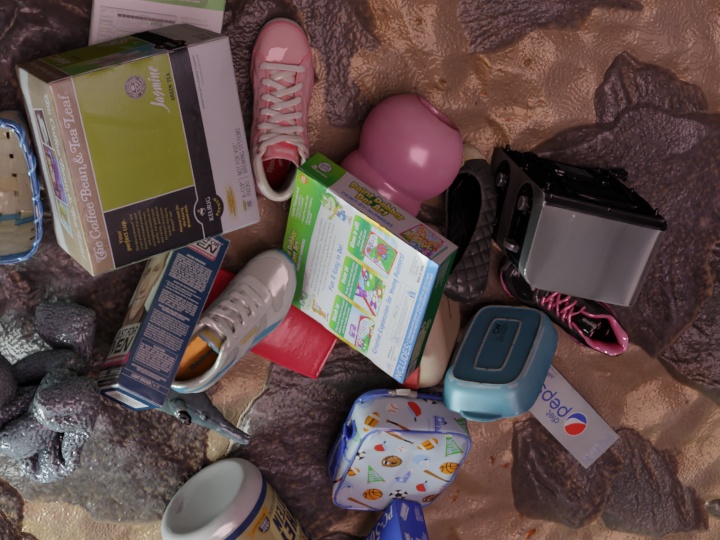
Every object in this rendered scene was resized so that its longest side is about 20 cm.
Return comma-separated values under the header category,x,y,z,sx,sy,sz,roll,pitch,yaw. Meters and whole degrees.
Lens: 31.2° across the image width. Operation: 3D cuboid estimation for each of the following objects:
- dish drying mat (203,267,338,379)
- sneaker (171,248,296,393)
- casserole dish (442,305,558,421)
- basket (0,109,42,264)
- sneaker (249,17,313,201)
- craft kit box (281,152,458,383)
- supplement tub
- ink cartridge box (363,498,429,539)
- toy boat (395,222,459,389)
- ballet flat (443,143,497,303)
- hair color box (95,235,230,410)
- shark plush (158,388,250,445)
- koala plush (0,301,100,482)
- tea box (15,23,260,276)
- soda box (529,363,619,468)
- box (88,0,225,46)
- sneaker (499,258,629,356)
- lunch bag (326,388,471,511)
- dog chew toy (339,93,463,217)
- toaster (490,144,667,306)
category,x,y,z,sx,sy,sz,roll,pitch,yaw
dish drying mat,-0.121,0.060,1.555,0.198,0.018,0.078,27,100,-21
sneaker,-0.145,0.061,1.466,0.076,0.081,0.201,39,93,5
casserole dish,0.167,0.102,1.556,0.119,0.201,0.039,4,126,23
basket,-0.399,-0.074,1.327,0.137,0.200,0.179,-5,110,-6
sneaker,-0.085,-0.173,1.435,0.074,0.105,0.204,3,107,-14
craft kit box,0.000,0.000,1.445,0.048,0.196,0.202,-43,158,-40
supplement tub,-0.136,0.347,1.584,0.144,0.145,0.201,-35,115,-1
ink cartridge box,0.022,0.389,1.633,0.044,0.095,0.201,15,126,-23
toy boat,0.044,0.045,1.555,0.129,0.131,0.203,-3,113,18
ballet flat,0.121,-0.060,1.504,0.056,0.066,0.203,24,58,-41
hair color box,-0.222,0.050,1.434,0.060,0.100,0.202,28,70,-21
shark plush,-0.221,0.162,1.527,0.091,0.083,0.200,-42,114,2
koala plush,-0.404,0.141,1.427,0.197,0.179,0.185,9,127,-22
tea box,-0.228,-0.130,1.335,0.194,0.133,0.203,-19,114,-25
soda box,0.244,0.163,1.665,0.063,0.068,0.200,-44,115,3
box,-0.226,-0.239,1.410,0.142,0.036,0.203,5,109,-17
sneaker,0.262,0.045,1.614,0.199,0.096,0.079,32,100,-22
lunch bag,0.042,0.220,1.587,0.158,0.076,0.201,6,138,-15
dog chew toy,0.028,-0.103,1.487,0.124,0.125,0.201,33,106,-23
toaster,0.252,-0.056,1.531,0.197,0.181,0.120,11,111,-19
